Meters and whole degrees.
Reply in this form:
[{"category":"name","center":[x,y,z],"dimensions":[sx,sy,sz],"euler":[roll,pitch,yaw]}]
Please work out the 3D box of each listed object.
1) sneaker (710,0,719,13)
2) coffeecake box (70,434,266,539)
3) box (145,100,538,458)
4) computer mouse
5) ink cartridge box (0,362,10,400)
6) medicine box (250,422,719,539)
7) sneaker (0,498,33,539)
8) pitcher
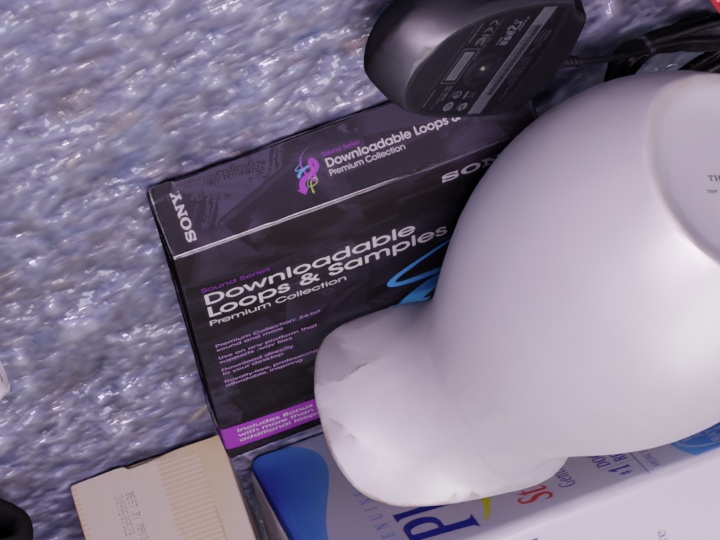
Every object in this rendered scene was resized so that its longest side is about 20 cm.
[{"category":"sneaker","center":[0.153,-0.123,0.941],"dimensions":[0.095,0.079,0.200],"euler":[-39,162,13]},{"category":"coffeecake box","center":[-0.059,0.184,1.293],"dimensions":[0.073,0.154,0.200],"euler":[-19,157,-2]},{"category":"box","center":[0.000,0.000,1.098],"dimensions":[0.142,0.036,0.200],"euler":[-21,155,-5]},{"category":"computer mouse","center":[0.071,-0.083,0.999],"dimensions":[0.200,0.034,0.059],"euler":[-3,138,-49]},{"category":"ink cartridge box","center":[-0.229,0.059,0.957],"dimensions":[0.146,0.085,0.200],"euler":[-3,150,-39]},{"category":"medicine box","center":[0.072,0.119,1.225],"dimensions":[0.199,0.103,0.182],"euler":[-19,-163,-8]},{"category":"sneaker","center":[-0.149,0.153,1.171],"dimensions":[0.200,0.075,0.116],"euler":[32,118,-20]},{"category":"pitcher","center":[0.100,0.012,1.027],"dimensions":[0.171,0.122,0.200],"euler":[-1,155,-32]}]
